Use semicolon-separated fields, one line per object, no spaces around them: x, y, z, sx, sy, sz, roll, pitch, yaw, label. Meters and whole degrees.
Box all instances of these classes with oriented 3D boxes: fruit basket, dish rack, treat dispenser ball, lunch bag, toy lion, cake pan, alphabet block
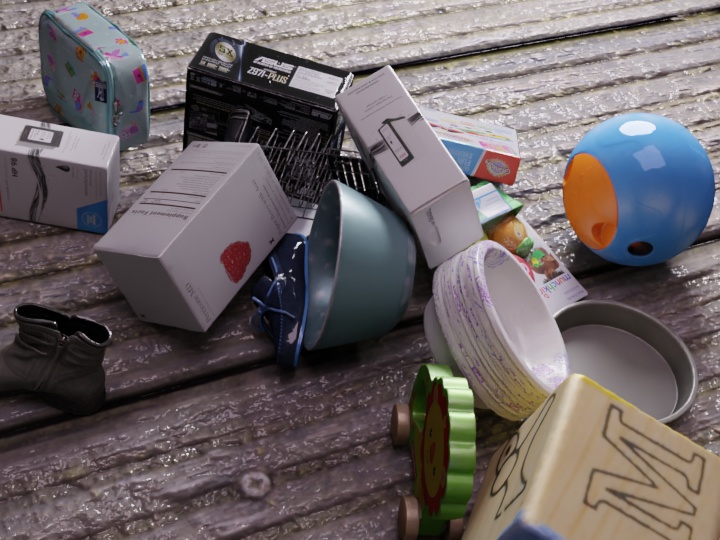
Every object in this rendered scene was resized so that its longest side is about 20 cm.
0.179;-0.019;1.542;0.184;0.094;0.200;-23;62;-38;fruit basket
-0.068;-0.118;1.485;0.198;0.154;0.055;9;57;16;dish rack
0.368;-0.107;1.594;0.199;0.202;0.202;6;45;-6;treat dispenser ball
-0.359;-0.253;1.617;0.077;0.161;0.200;-20;47;-35;lunch bag
0.082;0.178;1.257;0.068;0.193;0.201;4;44;-8;toy lion
0.312;0.121;1.472;0.198;0.037;0.201;6;45;-6;cake pan
0.221;0.261;1.181;0.196;0.196;0.201;32;47;-2;alphabet block

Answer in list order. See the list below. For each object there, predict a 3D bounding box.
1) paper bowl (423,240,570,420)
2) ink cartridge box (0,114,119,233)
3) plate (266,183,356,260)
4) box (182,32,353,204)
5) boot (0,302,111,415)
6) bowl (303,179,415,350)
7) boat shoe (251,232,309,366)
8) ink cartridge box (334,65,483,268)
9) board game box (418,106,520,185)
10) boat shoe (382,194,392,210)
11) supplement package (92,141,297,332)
0.148;0.076;1.373;0.201;0.104;0.202;44;28;-31;paper bowl
-0.406;-0.122;1.504;0.198;0.116;0.067;9;45;-2;ink cartridge box
-0.122;-0.102;1.604;0.199;0.032;0.199;39;50;23;plate
-0.122;-0.195;1.557;0.198;0.165;0.086;16;45;5;box
-0.365;0.080;1.301;0.198;0.131;0.068;11;44;-1;boot
0.000;0.000;1.418;0.104;0.202;0.202;8;44;-13;bowl
-0.100;0.037;1.438;0.068;0.085;0.201;8;38;-11;boat shoe
0.061;-0.124;1.462;0.084;0.146;0.201;-30;61;-2;ink cartridge box
0.143;-0.175;1.668;0.152;0.041;0.200;14;18;2;board game box
0.035;-0.043;1.553;0.073;0.068;0.200;12;45;0;boat shoe
-0.191;-0.043;1.419;0.119;0.122;0.200;7;48;39;supplement package
